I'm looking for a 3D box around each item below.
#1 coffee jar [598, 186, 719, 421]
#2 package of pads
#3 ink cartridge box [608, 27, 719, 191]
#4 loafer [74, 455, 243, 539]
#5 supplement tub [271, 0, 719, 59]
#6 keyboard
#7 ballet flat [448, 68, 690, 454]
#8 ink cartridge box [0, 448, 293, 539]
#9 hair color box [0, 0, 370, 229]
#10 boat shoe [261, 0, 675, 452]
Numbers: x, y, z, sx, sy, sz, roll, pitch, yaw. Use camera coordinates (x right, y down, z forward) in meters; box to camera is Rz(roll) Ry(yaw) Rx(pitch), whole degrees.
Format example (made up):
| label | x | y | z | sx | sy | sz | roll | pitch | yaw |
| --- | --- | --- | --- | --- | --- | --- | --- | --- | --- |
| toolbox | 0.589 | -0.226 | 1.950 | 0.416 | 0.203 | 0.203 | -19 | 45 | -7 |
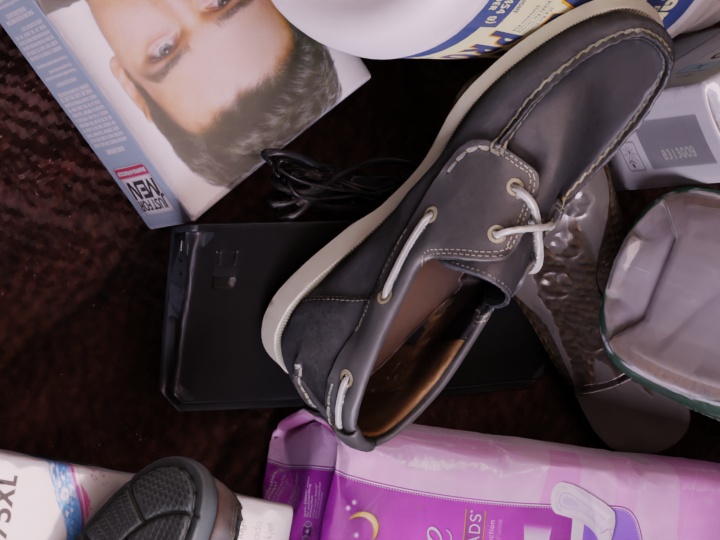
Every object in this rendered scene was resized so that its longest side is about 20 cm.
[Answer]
| label | x | y | z | sx | sy | sz | roll | pitch | yaw |
| --- | --- | --- | --- | --- | --- | --- | --- | --- | --- |
| coffee jar | 0.187 | 0.034 | 1.078 | 0.200 | 0.104 | 0.086 | 25 | 87 | -54 |
| package of pads | 0.057 | 0.128 | 1.076 | 0.199 | 0.076 | 0.121 | 8 | 85 | -21 |
| ink cartridge box | 0.183 | -0.098 | 1.094 | 0.199 | 0.160 | 0.047 | -32 | 101 | -21 |
| loafer | -0.094 | 0.165 | 0.954 | 0.063 | 0.072 | 0.201 | 31 | 86 | -39 |
| supplement tub | 0.064 | -0.155 | 1.030 | 0.199 | 0.144 | 0.146 | -4 | 89 | -46 |
| keyboard | 0.000 | 0.000 | 1.066 | 0.199 | 0.040 | 0.105 | -1 | 106 | -40 |
| ballet flat | 0.088 | -0.007 | 1.083 | 0.067 | 0.046 | 0.201 | -20 | 124 | 17 |
| ink cartridge box | -0.136 | 0.127 | 1.000 | 0.199 | 0.067 | 0.117 | 12 | 85 | -22 |
| hair color box | -0.096 | -0.126 | 1.033 | 0.099 | 0.061 | 0.200 | -40 | 103 | -19 |
| boat shoe | 0.051 | -0.017 | 0.993 | 0.200 | 0.068 | 0.072 | -46 | 133 | 8 |
